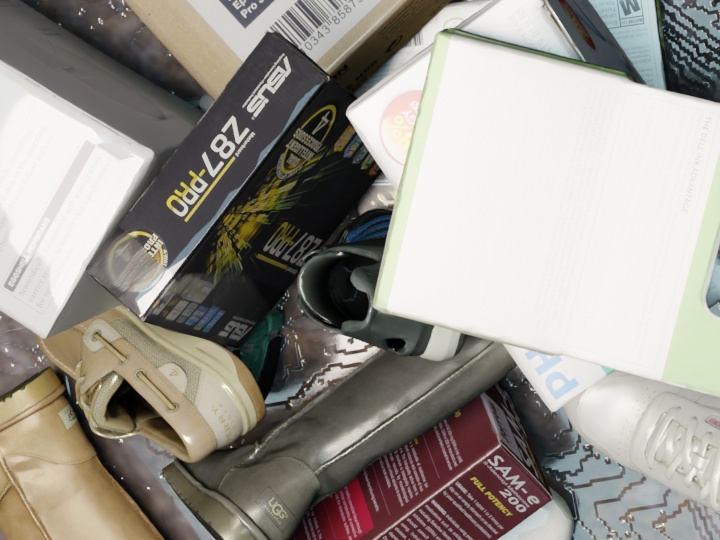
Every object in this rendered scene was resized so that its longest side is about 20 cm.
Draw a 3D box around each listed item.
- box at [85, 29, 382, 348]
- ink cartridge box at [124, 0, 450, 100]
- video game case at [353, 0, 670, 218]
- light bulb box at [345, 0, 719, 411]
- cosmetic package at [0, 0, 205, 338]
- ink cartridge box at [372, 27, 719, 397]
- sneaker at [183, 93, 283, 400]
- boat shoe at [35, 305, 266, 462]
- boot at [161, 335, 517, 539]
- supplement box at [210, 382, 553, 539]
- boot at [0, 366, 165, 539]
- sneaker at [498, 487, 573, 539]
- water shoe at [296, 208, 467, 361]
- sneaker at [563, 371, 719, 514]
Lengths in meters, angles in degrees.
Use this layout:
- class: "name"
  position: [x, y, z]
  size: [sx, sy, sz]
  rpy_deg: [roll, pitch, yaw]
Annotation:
- class: "box"
  position: [-0.059, -0.039, 1.315]
  size: [0.049, 0.200, 0.161]
  rpy_deg: [41, 92, 14]
- class: "ink cartridge box"
  position: [-0.035, -0.192, 1.400]
  size: [0.200, 0.075, 0.165]
  rpy_deg: [-44, 79, 2]
- class: "video game case"
  position: [0.091, -0.075, 1.435]
  size: [0.199, 0.036, 0.182]
  rpy_deg: [-8, 94, 11]
- class: "light bulb box"
  position: [0.110, -0.050, 1.314]
  size: [0.125, 0.200, 0.199]
  rpy_deg: [-35, 91, 13]
- class: "cosmetic package"
  position: [-0.202, -0.073, 1.343]
  size: [0.199, 0.199, 0.123]
  rpy_deg: [33, 101, 6]
- class: "ink cartridge box"
  position: [0.118, -0.028, 1.189]
  size: [0.199, 0.048, 0.146]
  rpy_deg: [14, 99, 7]
- class: "sneaker"
  position: [-0.101, -0.008, 1.466]
  size: [0.087, 0.074, 0.201]
  rpy_deg: [-5, 84, 22]
- class: "boat shoe"
  position: [-0.141, 0.064, 1.426]
  size: [0.200, 0.065, 0.072]
  rpy_deg: [21, 141, 45]
- class: "boot"
  position: [-0.013, 0.087, 1.402]
  size: [0.200, 0.182, 0.073]
  rpy_deg: [-45, 110, -8]
- class: "supplement box"
  position: [0.010, 0.147, 1.430]
  size: [0.200, 0.109, 0.061]
  rpy_deg: [-38, 122, 12]
- class: "boot"
  position: [-0.207, 0.184, 1.500]
  size: [0.175, 0.066, 0.201]
  rpy_deg: [-29, 95, 20]
- class: "sneaker"
  position: [0.048, 0.206, 1.450]
  size: [0.200, 0.080, 0.071]
  rpy_deg: [-39, 86, 10]
- class: "water shoe"
  position: [0.000, 0.000, 1.345]
  size: [0.079, 0.200, 0.072]
  rpy_deg: [10, 95, -19]
- class: "sneaker"
  position: [0.214, 0.104, 1.400]
  size: [0.199, 0.100, 0.075]
  rpy_deg: [21, 101, 9]
